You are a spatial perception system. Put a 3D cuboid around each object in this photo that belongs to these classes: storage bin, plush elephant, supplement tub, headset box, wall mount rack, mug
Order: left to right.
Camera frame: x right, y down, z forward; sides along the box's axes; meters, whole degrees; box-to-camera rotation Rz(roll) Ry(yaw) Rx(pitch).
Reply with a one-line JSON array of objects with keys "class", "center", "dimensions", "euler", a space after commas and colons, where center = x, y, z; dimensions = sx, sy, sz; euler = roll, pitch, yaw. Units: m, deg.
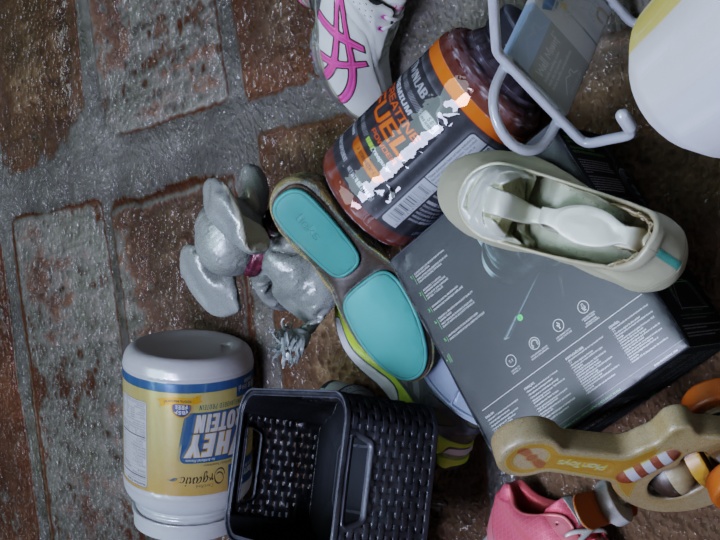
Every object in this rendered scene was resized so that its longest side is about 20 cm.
[{"class": "supplement tub", "center": [-0.189, 0.178, 1.305], "dimensions": [0.144, 0.143, 0.203], "euler": [15, 108, 48]}, {"class": "plush elephant", "center": [-0.081, -0.026, 1.075], "dimensions": [0.154, 0.201, 0.165], "euler": [37, 140, -7]}, {"class": "storage bin", "center": [-0.029, 0.176, 1.019], "dimensions": [0.199, 0.093, 0.137], "euler": [-9, 72, 60]}, {"class": "supplement tub", "center": [0.069, -0.118, 0.950], "dimensions": [0.200, 0.106, 0.108], "euler": [-42, 63, 25]}, {"class": "headset box", "center": [0.139, 0.015, 0.877], "dimensions": [0.174, 0.092, 0.201], "euler": [-41, 67, 29]}, {"class": "wall mount rack", "center": [0.137, -0.185, 0.795], "dimensions": [0.074, 0.173, 0.202], "euler": [-9, 48, 51]}, {"class": "mug", "center": [0.247, -0.161, 0.738], "dimensions": [0.153, 0.148, 0.189], "euler": [-40, 34, 56]}]

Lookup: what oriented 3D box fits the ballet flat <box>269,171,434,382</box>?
[{"class": "ballet flat", "center": [0.000, 0.000, 0.992], "dimensions": [0.201, 0.071, 0.070], "euler": [52, 140, -9]}]

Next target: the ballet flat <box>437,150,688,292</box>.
[{"class": "ballet flat", "center": [0.121, -0.039, 0.793], "dimensions": [0.198, 0.069, 0.070], "euler": [19, 111, 35]}]

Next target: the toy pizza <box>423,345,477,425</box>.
[{"class": "toy pizza", "center": [0.122, 0.029, 0.969], "dimensions": [0.198, 0.032, 0.203], "euler": [1, 91, 37]}]

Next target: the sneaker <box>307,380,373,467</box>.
[{"class": "sneaker", "center": [-0.018, 0.205, 1.170], "dimensions": [0.071, 0.072, 0.203], "euler": [-154, 69, -63]}]

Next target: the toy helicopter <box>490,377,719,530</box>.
[{"class": "toy helicopter", "center": [0.175, 0.133, 0.815], "dimensions": [0.133, 0.197, 0.080], "euler": [122, 150, -43]}]

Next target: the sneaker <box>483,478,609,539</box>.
[{"class": "sneaker", "center": [0.168, 0.225, 0.930], "dimensions": [0.199, 0.073, 0.088], "euler": [19, 109, 48]}]

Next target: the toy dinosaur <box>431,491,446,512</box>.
[{"class": "toy dinosaur", "center": [0.025, 0.273, 1.065], "dimensions": [0.086, 0.134, 0.202], "euler": [-37, 67, 47]}]

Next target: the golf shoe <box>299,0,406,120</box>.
[{"class": "golf shoe", "center": [0.000, -0.212, 1.026], "dimensions": [0.091, 0.073, 0.201], "euler": [4, 134, 29]}]

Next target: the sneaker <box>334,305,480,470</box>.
[{"class": "sneaker", "center": [0.051, 0.076, 1.063], "dimensions": [0.201, 0.073, 0.081], "euler": [51, 122, 25]}]
